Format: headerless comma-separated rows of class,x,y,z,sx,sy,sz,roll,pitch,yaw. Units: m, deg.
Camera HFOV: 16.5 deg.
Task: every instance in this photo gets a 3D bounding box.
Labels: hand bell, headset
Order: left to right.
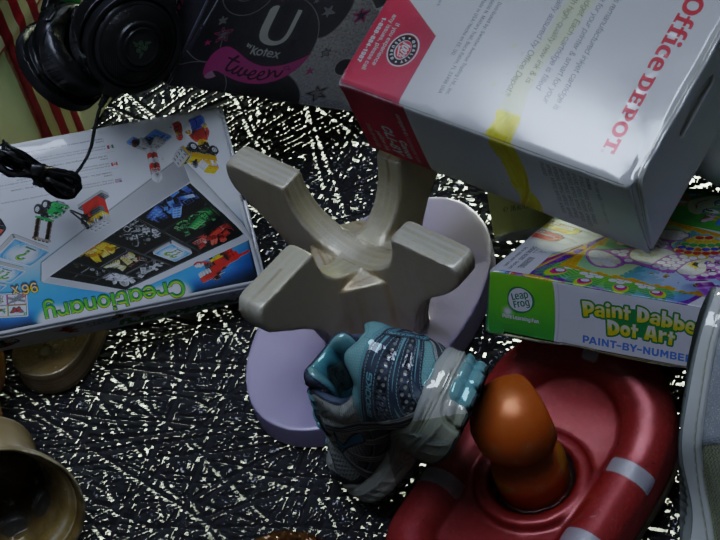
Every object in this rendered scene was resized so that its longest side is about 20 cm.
hand bell,-0.233,0.092,1.552,0.103,0.105,0.200,-18,36,0
headset,-0.177,-0.144,1.557,0.123,0.094,0.201,-11,65,49

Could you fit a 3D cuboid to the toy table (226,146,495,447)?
toy table,0.000,0.000,1.530,0.183,0.117,0.201,14,54,26

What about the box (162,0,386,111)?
box,-0.045,-0.189,1.635,0.199,0.133,0.115,6,34,-38

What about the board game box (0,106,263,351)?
board game box,-0.171,-0.026,1.590,0.199,0.035,0.127,-11,74,-13

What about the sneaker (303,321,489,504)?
sneaker,0.008,0.071,1.418,0.086,0.200,0.078,31,66,-5

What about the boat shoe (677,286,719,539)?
boat shoe,0.205,0.106,1.338,0.064,0.203,0.074,1,16,10

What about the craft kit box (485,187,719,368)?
craft kit box,0.201,0.004,1.456,0.196,0.049,0.200,13,24,21

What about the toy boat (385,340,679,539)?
toy boat,0.096,0.107,1.400,0.130,0.131,0.200,20,58,29

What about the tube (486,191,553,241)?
tube,0.094,-0.120,1.552,0.058,0.052,0.201,-4,83,-23

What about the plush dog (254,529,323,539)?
plush dog,-0.005,0.221,1.327,0.171,0.201,0.160,26,27,21

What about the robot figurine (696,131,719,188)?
robot figurine,0.224,-0.118,1.555,0.169,0.113,0.200,-39,38,-12

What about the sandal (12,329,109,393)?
sandal,-0.188,-0.024,1.633,0.077,0.070,0.213,-1,50,16

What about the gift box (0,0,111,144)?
gift box,-0.288,-0.166,1.707,0.183,0.187,0.201,10,54,22

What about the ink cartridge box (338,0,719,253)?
ink cartridge box,0.112,-0.116,1.457,0.199,0.084,0.146,22,70,26
